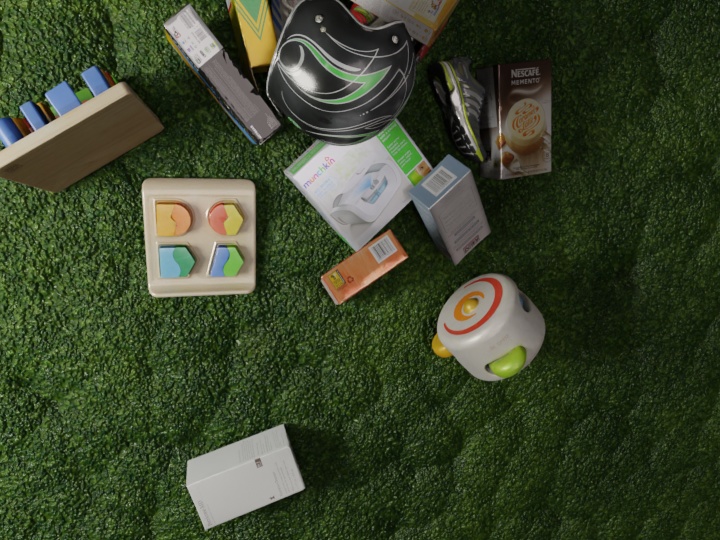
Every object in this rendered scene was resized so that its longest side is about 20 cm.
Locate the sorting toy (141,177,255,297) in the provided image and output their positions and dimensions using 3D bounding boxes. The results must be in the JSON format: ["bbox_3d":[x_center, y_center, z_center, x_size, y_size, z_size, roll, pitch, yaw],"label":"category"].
[{"bbox_3d":[-0.271,-0.054,0.912,0.183,0.036,0.202,-2,105,-16],"label":"sorting toy"}]

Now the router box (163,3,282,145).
[{"bbox_3d":[-0.207,-0.286,0.809,0.051,0.149,0.200,-40,111,-4],"label":"router box"}]

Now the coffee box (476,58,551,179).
[{"bbox_3d":[0.287,-0.281,0.998,0.113,0.080,0.202,-11,107,-14],"label":"coffee box"}]

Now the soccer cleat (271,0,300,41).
[{"bbox_3d":[-0.109,-0.397,0.843,0.069,0.086,0.202,-11,108,-14],"label":"soccer cleat"}]

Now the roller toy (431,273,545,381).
[{"bbox_3d":[0.246,0.104,1.035,0.140,0.199,0.183,44,66,-22],"label":"roller toy"}]

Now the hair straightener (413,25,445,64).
[{"bbox_3d":[0.071,-0.380,0.937,0.077,0.041,0.201,34,99,4],"label":"hair straightener"}]

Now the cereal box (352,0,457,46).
[{"bbox_3d":[0.055,-0.453,0.835,0.199,0.040,0.145,31,62,0],"label":"cereal box"}]

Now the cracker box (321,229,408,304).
[{"bbox_3d":[0.000,0.000,0.920,0.133,0.200,0.058,-35,89,-6],"label":"cracker box"}]

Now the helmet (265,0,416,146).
[{"bbox_3d":[-0.020,-0.281,0.773,0.189,0.200,0.202,27,96,-4],"label":"helmet"}]

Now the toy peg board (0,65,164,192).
[{"bbox_3d":[-0.409,-0.213,0.752,0.199,0.199,0.098,-33,96,-6],"label":"toy peg board"}]

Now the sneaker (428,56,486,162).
[{"bbox_3d":[0.198,-0.294,0.974,0.080,0.074,0.201,-29,112,-11],"label":"sneaker"}]

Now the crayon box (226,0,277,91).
[{"bbox_3d":[-0.166,-0.376,0.810,0.050,0.127,0.202,-15,109,-12],"label":"crayon box"}]

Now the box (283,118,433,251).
[{"bbox_3d":[-0.001,-0.171,0.932,0.200,0.097,0.177,-42,114,-3],"label":"box"}]

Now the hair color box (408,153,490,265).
[{"bbox_3d":[0.167,-0.104,0.969,0.099,0.061,0.200,-42,144,-3],"label":"hair color box"}]

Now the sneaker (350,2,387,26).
[{"bbox_3d":[0.004,-0.414,0.886,0.199,0.077,0.085,-31,81,-10],"label":"sneaker"}]

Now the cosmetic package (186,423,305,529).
[{"bbox_3d":[-0.220,0.393,1.023,0.198,0.081,0.114,-21,111,-12],"label":"cosmetic package"}]
